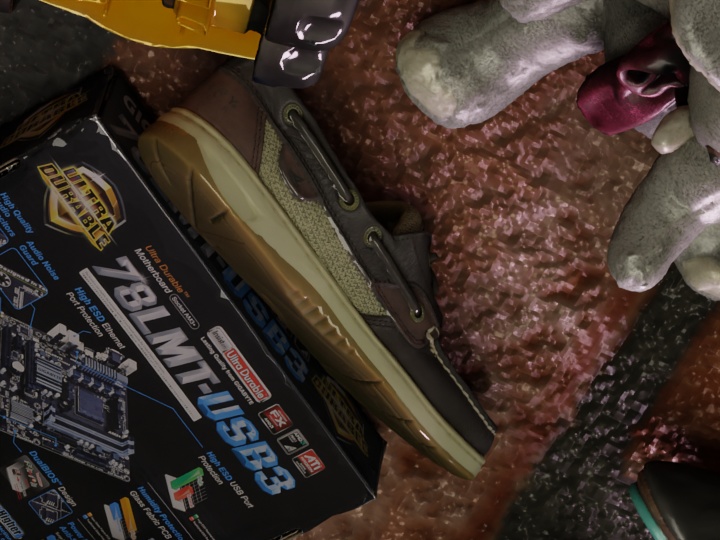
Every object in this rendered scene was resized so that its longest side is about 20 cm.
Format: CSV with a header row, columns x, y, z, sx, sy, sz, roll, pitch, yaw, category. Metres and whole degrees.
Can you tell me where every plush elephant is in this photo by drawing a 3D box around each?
x,y,z,sx,sy,sz,roll,pitch,yaw,category
0.128,-0.058,0.873,0.164,0.155,0.200,38,117,-17,plush elephant

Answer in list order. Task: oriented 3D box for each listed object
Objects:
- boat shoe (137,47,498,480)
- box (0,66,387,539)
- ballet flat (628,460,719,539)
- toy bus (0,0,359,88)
x,y,z,sx,sy,sz,roll,pitch,yaw,category
-0.001,-0.001,0.970,0.066,0.072,0.201,-47,119,-10,boat shoe
-0.124,0.048,1.021,0.198,0.050,0.200,-28,114,19,box
0.181,0.134,1.040,0.068,0.068,0.200,-31,124,10,ballet flat
-0.053,-0.171,0.837,0.135,0.200,0.193,13,83,-4,toy bus
